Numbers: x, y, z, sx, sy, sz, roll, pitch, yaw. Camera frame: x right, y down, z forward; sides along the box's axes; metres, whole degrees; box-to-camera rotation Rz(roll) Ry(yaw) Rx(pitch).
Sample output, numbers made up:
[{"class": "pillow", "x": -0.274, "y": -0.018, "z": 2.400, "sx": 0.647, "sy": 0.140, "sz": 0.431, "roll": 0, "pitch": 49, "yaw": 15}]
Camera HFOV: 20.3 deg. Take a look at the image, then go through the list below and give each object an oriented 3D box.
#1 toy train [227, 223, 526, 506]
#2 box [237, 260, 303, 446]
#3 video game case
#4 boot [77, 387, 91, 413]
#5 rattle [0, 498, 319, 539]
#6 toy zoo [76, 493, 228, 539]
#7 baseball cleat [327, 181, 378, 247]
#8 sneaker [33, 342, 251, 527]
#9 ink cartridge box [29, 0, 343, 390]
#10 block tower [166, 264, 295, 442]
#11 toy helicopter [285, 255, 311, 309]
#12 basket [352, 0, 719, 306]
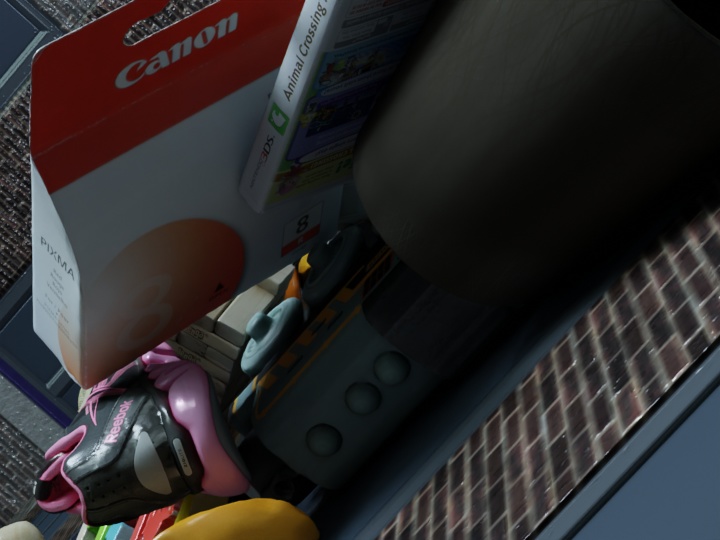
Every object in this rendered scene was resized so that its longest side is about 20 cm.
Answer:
[{"class": "toy train", "x": 0.007, "y": 0.031, "z": 0.965, "sx": 0.200, "sy": 0.085, "sz": 0.114, "roll": -47, "pitch": 15, "yaw": 25}, {"class": "box", "x": -0.054, "y": 0.050, "z": 1.314, "sx": 0.158, "sy": 0.050, "sz": 0.200, "roll": -54, "pitch": 1, "yaw": 33}, {"class": "video game case", "x": 0.047, "y": -0.119, "z": 0.907, "sx": 0.199, "sy": 0.022, "sz": 0.183, "roll": -23, "pitch": -29, "yaw": -36}, {"class": "boot", "x": -0.119, "y": 0.040, "z": 1.217, "sx": 0.200, "sy": 0.072, "sz": 0.157, "roll": -129, "pitch": 54, "yaw": -64}, {"class": "rattle", "x": -0.109, "y": 0.177, "z": 0.932, "sx": 0.143, "sy": 0.130, "sz": 0.201, "roll": -40, "pitch": -26, "yaw": -28}, {"class": "toy zoo", "x": -0.124, "y": 0.174, "z": 1.063, "sx": 0.200, "sy": 0.020, "sz": 0.132, "roll": -30, "pitch": 34, "yaw": 55}, {"class": "baseball cleat", "x": 0.000, "y": 0.000, "z": 1.057, "sx": 0.200, "sy": 0.106, "sz": 0.070, "roll": -49, "pitch": 10, "yaw": 24}, {"class": "sneaker", "x": -0.120, "y": 0.082, "z": 0.980, "sx": 0.095, "sy": 0.079, "sz": 0.200, "roll": -28, "pitch": 8, "yaw": -11}, {"class": "ink cartridge box", "x": -0.071, "y": -0.052, "z": 0.908, "sx": 0.162, "sy": 0.050, "sz": 0.201, "roll": -32, "pitch": -24, "yaw": -28}, {"class": "block tower", "x": -0.092, "y": 0.067, "z": 1.104, "sx": 0.058, "sy": 0.054, "sz": 0.201, "roll": -52, "pitch": -13, "yaw": -45}, {"class": "toy helicopter", "x": -0.020, "y": -0.060, "z": 1.151, "sx": 0.078, "sy": 0.202, "sz": 0.132, "roll": -5, "pitch": 21, "yaw": -2}, {"class": "basket", "x": 0.090, "y": -0.086, "z": 0.824, "sx": 0.200, "sy": 0.135, "sz": 0.181, "roll": -52, "pitch": 31, "yaw": 42}]
